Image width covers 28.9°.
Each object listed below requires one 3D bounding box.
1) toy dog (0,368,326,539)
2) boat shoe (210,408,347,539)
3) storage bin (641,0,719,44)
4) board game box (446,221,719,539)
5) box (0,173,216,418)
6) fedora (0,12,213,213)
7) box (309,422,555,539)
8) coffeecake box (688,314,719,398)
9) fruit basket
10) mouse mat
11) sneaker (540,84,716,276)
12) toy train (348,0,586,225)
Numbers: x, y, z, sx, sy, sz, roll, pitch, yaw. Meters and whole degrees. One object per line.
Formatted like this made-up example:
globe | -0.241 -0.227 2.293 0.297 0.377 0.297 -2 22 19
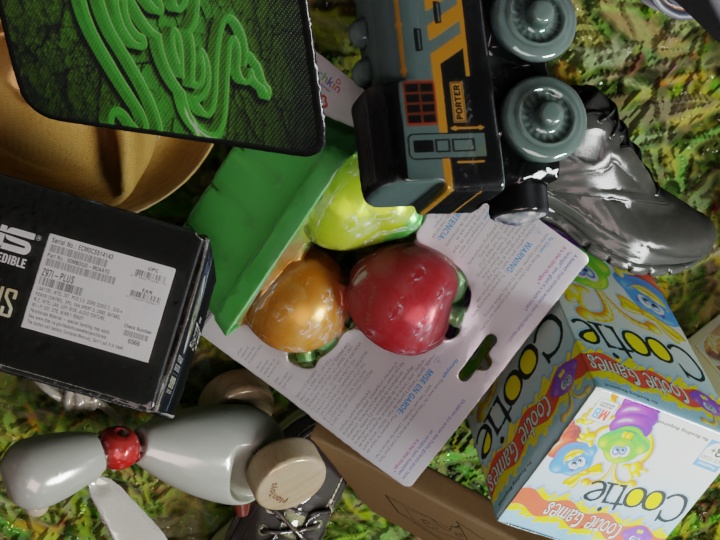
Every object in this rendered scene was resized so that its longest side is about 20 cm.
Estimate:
toy dog | -0.126 0.130 0.887 0.200 0.132 0.096 7 124 -13
boat shoe | -0.056 0.179 0.968 0.072 0.066 0.201 24 116 -20
storage bin | 0.191 -0.208 0.709 0.145 0.134 0.200 -31 123 12
board game box | 0.128 0.060 0.837 0.105 0.200 0.103 21 118 -21
box | -0.179 0.006 0.696 0.200 0.164 0.086 16 82 -2
fedora | -0.160 -0.092 0.709 0.200 0.082 0.201 -4 126 -6
box | 0.072 0.167 0.893 0.021 0.200 0.164 -57 152 -15
coffeecake box | 0.344 0.051 0.941 0.200 0.073 0.153 -42 119 17
fruit basket | 0.000 0.000 0.809 0.200 0.094 0.185 34 112 -1
mouse mat | -0.097 -0.139 0.584 0.161 0.008 0.200 10 132 21
sneaker | 0.140 -0.061 0.839 0.200 0.076 0.091 20 111 -23
toy train | 0.049 -0.121 0.730 0.114 0.085 0.200 -4 82 -15
